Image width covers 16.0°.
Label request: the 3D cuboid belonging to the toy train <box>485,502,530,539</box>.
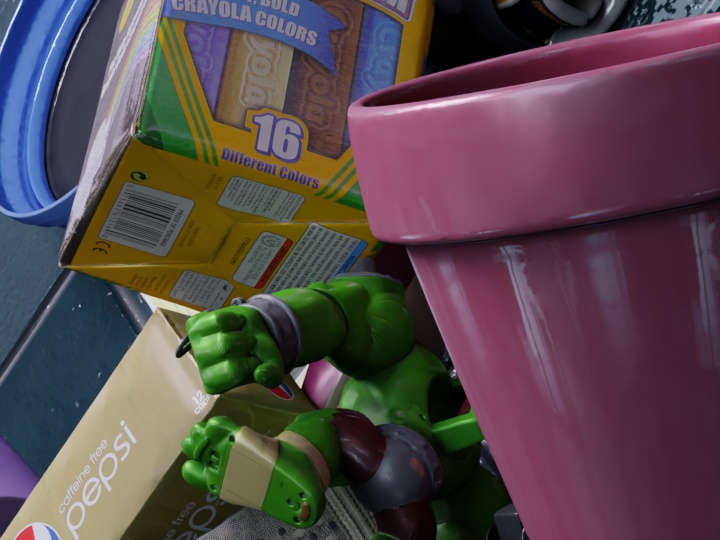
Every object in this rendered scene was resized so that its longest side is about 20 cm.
[{"bbox_3d":[0.100,0.185,1.057,0.034,0.046,0.201,-6,105,52],"label":"toy train"}]

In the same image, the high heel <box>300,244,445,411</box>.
[{"bbox_3d":[0.000,0.000,1.189,0.096,0.068,0.201,20,66,33],"label":"high heel"}]

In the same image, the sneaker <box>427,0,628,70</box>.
[{"bbox_3d":[0.061,-0.134,1.190,0.199,0.078,0.080,-32,54,32],"label":"sneaker"}]

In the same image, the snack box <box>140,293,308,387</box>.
[{"bbox_3d":[-0.053,-0.007,1.294,0.116,0.037,0.200,-52,50,19],"label":"snack box"}]

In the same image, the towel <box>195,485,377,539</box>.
[{"bbox_3d":[-0.004,0.183,1.085,0.201,0.192,0.035,55,154,14],"label":"towel"}]

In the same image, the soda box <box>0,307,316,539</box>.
[{"bbox_3d":[-0.105,0.116,1.146,0.201,0.068,0.064,-55,47,18],"label":"soda box"}]

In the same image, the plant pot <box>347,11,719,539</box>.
[{"bbox_3d":[0.108,0.004,0.968,0.199,0.199,0.180,-5,99,42],"label":"plant pot"}]

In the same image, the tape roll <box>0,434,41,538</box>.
[{"bbox_3d":[-0.234,0.177,1.308,0.085,0.199,0.201,39,106,41],"label":"tape roll"}]

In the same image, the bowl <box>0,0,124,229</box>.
[{"bbox_3d":[-0.133,-0.114,1.362,0.200,0.039,0.202,-34,44,40],"label":"bowl"}]

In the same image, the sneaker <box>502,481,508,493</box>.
[{"bbox_3d":[0.132,0.104,1.063,0.199,0.082,0.071,16,92,46],"label":"sneaker"}]

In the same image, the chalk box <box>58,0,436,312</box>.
[{"bbox_3d":[-0.044,-0.093,1.144,0.125,0.123,0.201,127,158,-55],"label":"chalk box"}]

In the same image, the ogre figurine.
[{"bbox_3d":[0.008,0.084,1.055,0.200,0.120,0.098,48,134,-1],"label":"ogre figurine"}]
